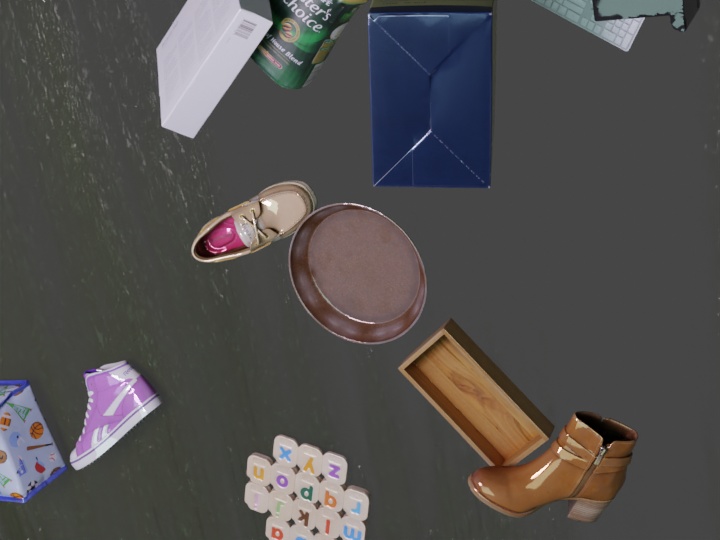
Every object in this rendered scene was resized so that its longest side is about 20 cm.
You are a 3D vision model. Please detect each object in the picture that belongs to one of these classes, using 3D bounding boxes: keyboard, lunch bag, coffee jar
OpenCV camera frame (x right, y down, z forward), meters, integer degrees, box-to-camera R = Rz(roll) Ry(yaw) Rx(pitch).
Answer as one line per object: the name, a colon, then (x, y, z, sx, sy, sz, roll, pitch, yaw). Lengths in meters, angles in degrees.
keyboard: (0.229, -0.319, 1.549, 0.198, 0.011, 0.057, 31, 123, 9)
lunch bag: (-0.590, 0.270, 2.155, 0.198, 0.123, 0.172, -1, 114, 40)
coffee jar: (-0.054, -0.321, 1.633, 0.104, 0.085, 0.200, 44, 124, 5)

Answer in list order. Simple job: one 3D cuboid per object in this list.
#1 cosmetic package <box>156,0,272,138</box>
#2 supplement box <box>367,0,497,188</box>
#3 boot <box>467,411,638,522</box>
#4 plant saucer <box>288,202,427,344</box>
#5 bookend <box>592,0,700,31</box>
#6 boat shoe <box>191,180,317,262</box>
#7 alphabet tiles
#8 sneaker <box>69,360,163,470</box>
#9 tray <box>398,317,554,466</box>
cosmetic package: (-0.183, -0.287, 1.675, 0.051, 0.152, 0.200, 17, 132, -31)
supplement box: (0.085, -0.224, 1.528, 0.132, 0.201, 0.203, 2, 119, 6)
boot: (0.249, 0.248, 1.750, 0.197, 0.077, 0.157, 15, 127, -5)
plant saucer: (0.000, 0.000, 1.797, 0.197, 0.035, 0.203, 10, 118, 19)
bookend: (0.254, -0.361, 1.467, 0.196, 0.092, 0.203, 0, 115, 26)
boat shoe: (-0.144, -0.056, 1.815, 0.198, 0.069, 0.074, -26, 102, 32)
alphabet tiles: (-0.079, 0.337, 2.010, 0.197, 0.015, 0.198, 16, 119, 17)
sneaker: (-0.394, 0.211, 2.067, 0.200, 0.073, 0.115, -42, 90, 24)
tray: (0.154, 0.168, 1.807, 0.200, 0.037, 0.099, 47, 124, -1)
